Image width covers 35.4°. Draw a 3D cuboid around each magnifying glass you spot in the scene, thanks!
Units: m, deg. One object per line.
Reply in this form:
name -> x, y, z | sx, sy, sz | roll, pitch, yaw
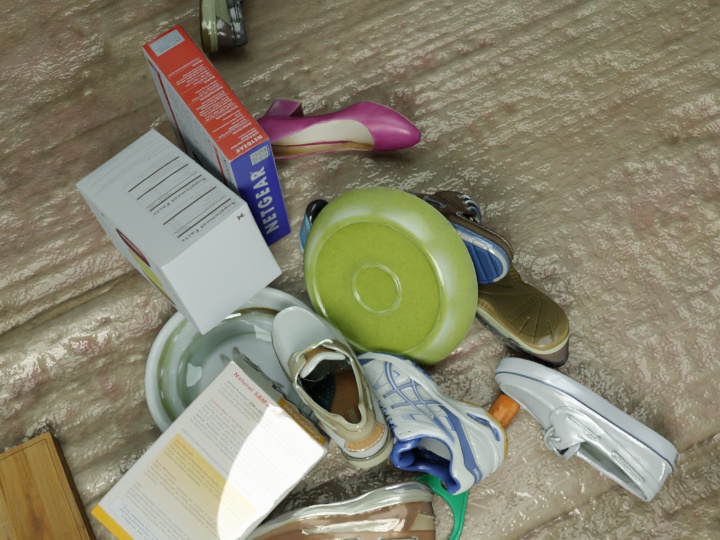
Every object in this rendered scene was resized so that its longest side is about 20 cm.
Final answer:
magnifying glass -> 0.095, 0.208, 1.139 | 0.080, 0.022, 0.200 | 33, 72, 19

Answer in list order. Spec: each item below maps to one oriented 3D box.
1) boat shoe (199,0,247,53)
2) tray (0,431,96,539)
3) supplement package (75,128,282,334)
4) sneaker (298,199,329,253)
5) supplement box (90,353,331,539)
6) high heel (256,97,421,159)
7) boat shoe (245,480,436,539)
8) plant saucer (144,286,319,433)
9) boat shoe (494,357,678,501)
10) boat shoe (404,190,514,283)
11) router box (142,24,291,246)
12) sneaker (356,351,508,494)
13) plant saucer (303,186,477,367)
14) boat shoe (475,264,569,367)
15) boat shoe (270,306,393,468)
boat shoe -> -0.168, -0.357, 1.421 | 0.065, 0.073, 0.200 | 2, 66, -7
tray -> -0.320, 0.271, 1.128 | 0.098, 0.037, 0.200 | -25, 65, -8
supplement package -> -0.195, -0.045, 1.201 | 0.109, 0.114, 0.200 | -39, 46, -14
sneaker -> 0.000, 0.000, 1.210 | 0.078, 0.090, 0.200 | -41, 68, -15
supplement box -> -0.140, 0.195, 1.082 | 0.126, 0.074, 0.200 | 44, 92, 1
high heel -> -0.035, -0.148, 1.294 | 0.200, 0.067, 0.096 | 15, 54, 17
boat shoe -> -0.021, 0.260, 1.083 | 0.200, 0.076, 0.072 | -18, 70, 11
plant saucer -> -0.123, 0.114, 1.184 | 0.200, 0.050, 0.201 | -2, 62, 3
boat shoe -> 0.215, 0.157, 1.123 | 0.200, 0.074, 0.065 | 29, 69, 15
boat shoe -> 0.089, -0.048, 1.182 | 0.200, 0.072, 0.072 | 23, 55, 42
router box -> -0.153, -0.138, 1.231 | 0.049, 0.200, 0.180 | -33, 67, -12
sneaker -> 0.045, 0.147, 1.115 | 0.200, 0.075, 0.088 | 24, 40, 30
plant saucer -> 0.021, 0.015, 1.153 | 0.200, 0.200, 0.031 | 27, 31, 17
boat shoe -> 0.146, 0.034, 1.189 | 0.073, 0.065, 0.200 | -29, 45, -10
boat shoe -> -0.032, 0.098, 1.104 | 0.075, 0.068, 0.200 | -33, 52, -10
